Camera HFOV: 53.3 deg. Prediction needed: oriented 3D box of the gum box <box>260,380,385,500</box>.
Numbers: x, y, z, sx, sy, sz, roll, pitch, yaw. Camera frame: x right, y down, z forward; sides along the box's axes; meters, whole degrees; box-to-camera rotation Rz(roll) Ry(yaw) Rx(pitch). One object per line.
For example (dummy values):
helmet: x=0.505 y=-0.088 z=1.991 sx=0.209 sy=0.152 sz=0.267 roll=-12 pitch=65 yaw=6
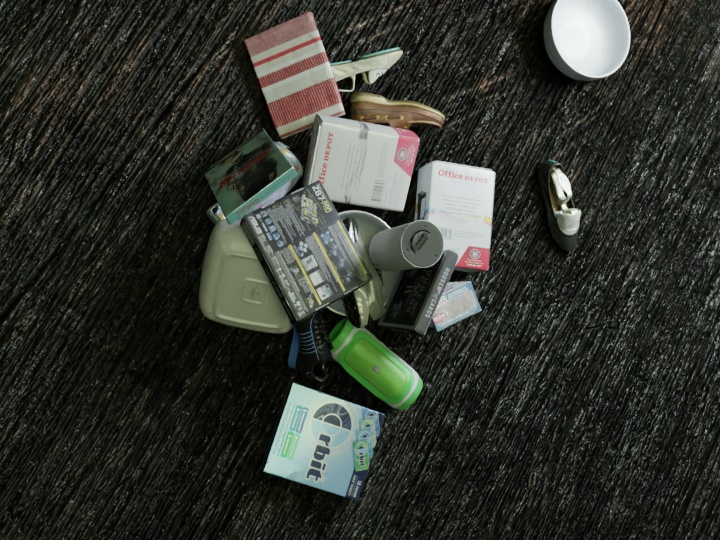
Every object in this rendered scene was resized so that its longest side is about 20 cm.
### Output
gum box: x=-0.071 y=0.326 z=1.376 sx=0.197 sy=0.044 sz=0.173 roll=21 pitch=82 yaw=-14

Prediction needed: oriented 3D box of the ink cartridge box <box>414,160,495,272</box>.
ink cartridge box: x=0.188 y=-0.106 z=1.454 sx=0.143 sy=0.083 sz=0.204 roll=7 pitch=85 yaw=-16

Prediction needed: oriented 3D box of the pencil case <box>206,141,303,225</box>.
pencil case: x=-0.197 y=-0.147 z=1.339 sx=0.200 sy=0.083 sz=0.091 roll=-48 pitch=133 yaw=-14

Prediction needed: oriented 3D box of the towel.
towel: x=-0.125 y=-0.372 z=1.378 sx=0.142 sy=0.023 sz=0.204 roll=-19 pitch=94 yaw=8

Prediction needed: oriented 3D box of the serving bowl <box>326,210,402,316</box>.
serving bowl: x=-0.018 y=-0.011 z=1.397 sx=0.196 sy=0.066 sz=0.205 roll=1 pitch=86 yaw=-17

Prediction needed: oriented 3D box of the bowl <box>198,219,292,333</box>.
bowl: x=-0.189 y=0.022 z=1.293 sx=0.196 sy=0.075 sz=0.203 roll=12 pitch=111 yaw=-12

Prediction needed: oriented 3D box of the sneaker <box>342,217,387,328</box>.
sneaker: x=0.000 y=0.000 z=1.337 sx=0.078 sy=0.074 sz=0.204 roll=-15 pitch=98 yaw=-26

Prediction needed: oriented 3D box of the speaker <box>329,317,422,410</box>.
speaker: x=0.026 y=0.182 z=1.392 sx=0.199 sy=0.088 sz=0.089 roll=41 pitch=77 yaw=-11

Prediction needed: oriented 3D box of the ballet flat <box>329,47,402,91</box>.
ballet flat: x=-0.007 y=-0.392 z=1.425 sx=0.196 sy=0.067 sz=0.064 roll=-15 pitch=102 yaw=-7

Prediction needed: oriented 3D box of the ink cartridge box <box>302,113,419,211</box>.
ink cartridge box: x=-0.002 y=-0.207 z=1.376 sx=0.196 sy=0.083 sz=0.149 roll=7 pitch=112 yaw=-16

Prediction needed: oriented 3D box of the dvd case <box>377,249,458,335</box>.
dvd case: x=0.099 y=0.039 z=1.291 sx=0.024 sy=0.200 sz=0.152 roll=27 pitch=81 yaw=-14

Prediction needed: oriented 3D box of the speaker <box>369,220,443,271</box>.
speaker: x=0.078 y=-0.041 z=1.288 sx=0.080 sy=0.200 sz=0.083 roll=1 pitch=87 yaw=-16

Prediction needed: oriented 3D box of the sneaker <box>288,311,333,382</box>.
sneaker: x=-0.084 y=0.117 z=1.316 sx=0.077 sy=0.203 sz=0.070 roll=25 pitch=41 yaw=23

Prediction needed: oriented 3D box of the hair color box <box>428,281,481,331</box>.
hair color box: x=0.139 y=0.068 z=1.370 sx=0.099 sy=0.200 sz=0.062 roll=-24 pitch=94 yaw=-16

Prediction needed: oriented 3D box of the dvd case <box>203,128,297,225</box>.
dvd case: x=-0.201 y=-0.172 z=1.275 sx=0.145 sy=0.200 sz=0.022 roll=-36 pitch=126 yaw=0

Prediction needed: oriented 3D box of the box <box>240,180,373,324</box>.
box: x=-0.093 y=-0.034 z=1.238 sx=0.159 sy=0.049 sz=0.202 roll=-28 pitch=86 yaw=-20

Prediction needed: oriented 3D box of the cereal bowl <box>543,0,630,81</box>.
cereal bowl: x=0.480 y=-0.507 z=1.561 sx=0.196 sy=0.083 sz=0.205 roll=1 pitch=87 yaw=-16

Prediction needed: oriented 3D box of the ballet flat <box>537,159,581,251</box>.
ballet flat: x=0.430 y=-0.138 z=1.536 sx=0.067 sy=0.068 sz=0.204 roll=-21 pitch=94 yaw=-17

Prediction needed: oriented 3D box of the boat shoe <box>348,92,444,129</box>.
boat shoe: x=0.071 y=-0.304 z=1.439 sx=0.196 sy=0.072 sz=0.069 roll=8 pitch=90 yaw=-10
